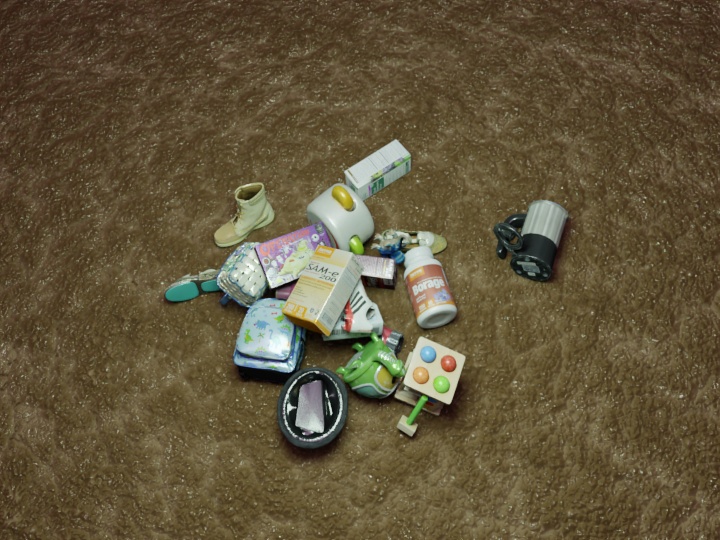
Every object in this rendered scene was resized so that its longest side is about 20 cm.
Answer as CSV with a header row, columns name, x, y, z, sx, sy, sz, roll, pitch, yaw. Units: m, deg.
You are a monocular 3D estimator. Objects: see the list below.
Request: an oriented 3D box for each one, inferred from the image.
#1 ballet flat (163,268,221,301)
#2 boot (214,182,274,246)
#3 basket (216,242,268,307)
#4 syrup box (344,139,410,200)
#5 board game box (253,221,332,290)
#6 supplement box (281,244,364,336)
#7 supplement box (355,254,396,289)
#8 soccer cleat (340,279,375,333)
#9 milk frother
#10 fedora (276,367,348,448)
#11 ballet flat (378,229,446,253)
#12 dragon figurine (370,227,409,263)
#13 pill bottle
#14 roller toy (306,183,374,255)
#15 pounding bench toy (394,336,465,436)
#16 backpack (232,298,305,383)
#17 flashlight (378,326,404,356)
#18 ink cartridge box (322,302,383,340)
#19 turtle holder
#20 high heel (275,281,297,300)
name,x,y,z,sx,sy,sz,roll,pitch,yaw
ballet flat,-0.460,0.035,1.816,0.195,0.069,0.076,-14,40,-8
boot,-0.351,-0.163,1.849,0.197,0.156,0.073,-28,63,-10
basket,-0.306,0.010,1.738,0.138,0.200,0.178,39,64,-7
syrup box,0.053,-0.300,1.929,0.198,0.079,0.082,-34,65,-13
board game box,-0.167,-0.039,1.673,0.197,0.032,0.122,-22,78,-21
supplement box,-0.093,0.047,1.587,0.124,0.074,0.203,13,67,39
supplement box,0.000,0.000,1.756,0.195,0.109,0.062,6,74,9
soccer cleat,-0.003,0.081,1.626,0.083,0.069,0.202,12,40,-9
milk frother,0.459,-0.111,1.727,0.177,0.201,0.191,16,64,17
fedora,-0.115,0.350,1.596,0.195,0.092,0.205,-2,62,4
ballet flat,0.149,-0.086,1.816,0.195,0.071,0.072,2,62,6
dragon figurine,0.096,-0.061,1.743,0.099,0.198,0.060,34,60,-28
pill bottle,0.180,0.043,1.719,0.110,0.113,0.204,-15,62,-3
roller toy,-0.053,-0.145,1.795,0.139,0.202,0.182,-39,23,-16
pounding bench toy,0.157,0.292,1.553,0.122,0.157,0.203,22,66,3
backpack,-0.230,0.173,1.669,0.178,0.148,0.204,7,57,4
flashlight,0.017,0.165,1.700,0.196,0.068,0.069,20,109,18
ink cartridge box,-0.039,0.096,1.689,0.156,0.048,0.202,-5,39,-14
turtle holder,0.042,0.241,1.597,0.132,0.185,0.141,45,30,-8
high heel,-0.159,0.030,1.749,0.094,0.069,0.201,6,33,11
